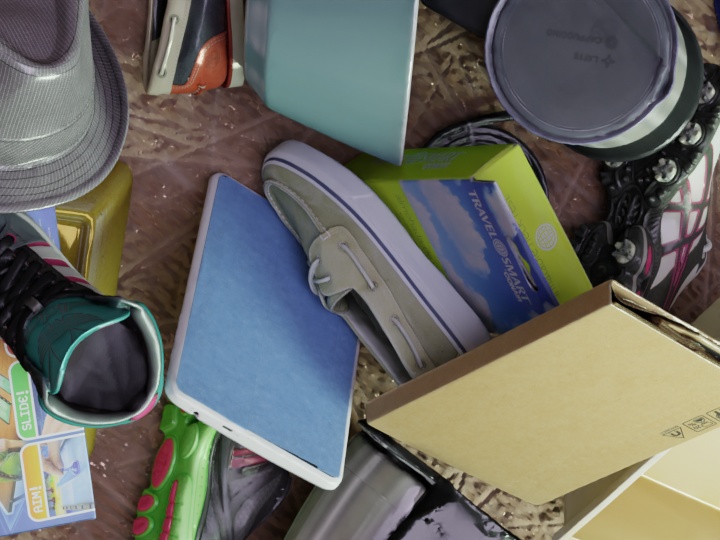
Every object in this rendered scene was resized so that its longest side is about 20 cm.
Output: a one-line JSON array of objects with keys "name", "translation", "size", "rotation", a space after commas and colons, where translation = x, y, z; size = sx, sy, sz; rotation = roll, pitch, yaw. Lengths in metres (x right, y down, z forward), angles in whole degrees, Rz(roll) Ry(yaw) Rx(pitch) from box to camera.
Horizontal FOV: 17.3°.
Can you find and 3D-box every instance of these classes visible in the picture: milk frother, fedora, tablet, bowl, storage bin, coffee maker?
[{"name": "milk frother", "translation": [0.115, -0.096, 1.500], "size": [0.180, 0.188, 0.201], "rotation": [10, 92, 14]}, {"name": "fedora", "translation": [-0.214, -0.141, 1.382], "size": [0.176, 0.090, 0.200], "rotation": [-8, 59, -30]}, {"name": "tablet", "translation": [-0.056, 0.035, 1.484], "size": [0.130, 0.200, 0.014], "rotation": [32, 129, -21]}, {"name": "bowl", "translation": [-0.016, -0.168, 1.459], "size": [0.105, 0.201, 0.202], "rotation": [4, 99, 0]}, {"name": "storage bin", "translation": [0.265, 0.132, 1.588], "size": [0.198, 0.094, 0.200], "rotation": [24, 131, -20]}, {"name": "coffee maker", "translation": [0.012, 0.226, 1.508], "size": [0.200, 0.192, 0.135], "rotation": [-52, 154, -2]}]

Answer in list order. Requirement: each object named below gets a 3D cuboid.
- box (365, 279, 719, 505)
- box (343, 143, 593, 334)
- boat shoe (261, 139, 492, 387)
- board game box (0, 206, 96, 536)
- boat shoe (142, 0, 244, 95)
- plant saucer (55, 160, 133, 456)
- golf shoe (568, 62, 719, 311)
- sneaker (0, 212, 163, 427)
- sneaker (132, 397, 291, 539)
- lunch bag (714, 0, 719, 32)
[{"name": "box", "translation": [0.129, 0.080, 1.450], "size": [0.163, 0.200, 0.021], "rotation": [28, 48, -37]}, {"name": "box", "translation": [0.067, -0.018, 1.491], "size": [0.048, 0.200, 0.122], "rotation": [-38, 110, -25]}, {"name": "boat shoe", "translation": [0.000, 0.000, 1.502], "size": [0.062, 0.072, 0.200], "rotation": [-38, 74, -24]}, {"name": "board game box", "translation": [-0.241, 0.065, 1.439], "size": [0.135, 0.034, 0.201], "rotation": [-9, 101, -17]}, {"name": "boat shoe", "translation": [-0.112, -0.208, 1.471], "size": [0.062, 0.071, 0.201], "rotation": [-7, 106, -14]}, {"name": "plant saucer", "translation": [-0.246, 0.021, 1.475], "size": [0.199, 0.048, 0.201], "rotation": [6, 97, -20]}, {"name": "golf shoe", "translation": [0.206, -0.047, 1.614], "size": [0.088, 0.077, 0.200], "rotation": [27, 89, -45]}, {"name": "sneaker", "translation": [-0.187, 0.024, 1.367], "size": [0.200, 0.121, 0.084], "rotation": [41, 84, -20]}, {"name": "sneaker", "translation": [-0.084, 0.115, 1.542], "size": [0.084, 0.077, 0.201], "rotation": [18, 96, -39]}, {"name": "lunch bag", "translation": [0.292, -0.204, 1.561], "size": [0.094, 0.151, 0.201], "rotation": [-24, 106, -13]}]
